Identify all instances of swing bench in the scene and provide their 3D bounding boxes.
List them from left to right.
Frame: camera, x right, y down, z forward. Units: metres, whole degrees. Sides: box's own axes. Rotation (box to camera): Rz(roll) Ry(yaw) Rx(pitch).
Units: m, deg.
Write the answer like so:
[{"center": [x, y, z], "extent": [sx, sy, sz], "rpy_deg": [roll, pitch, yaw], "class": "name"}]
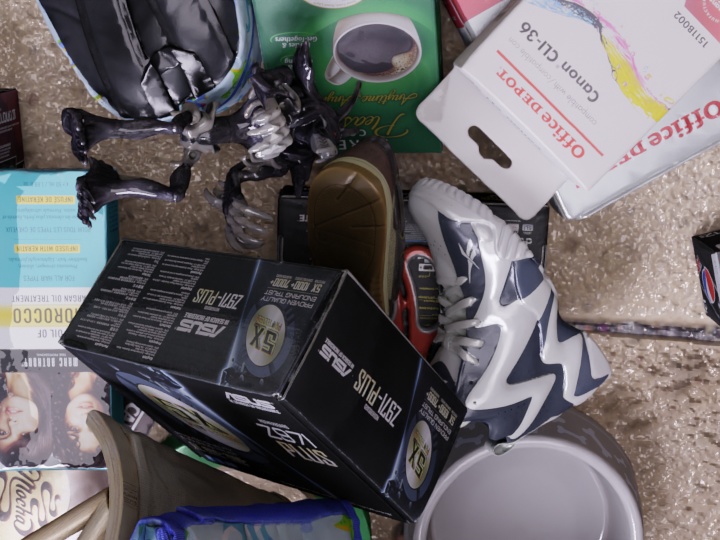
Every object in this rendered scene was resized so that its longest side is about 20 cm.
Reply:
[{"center": [-0.148, 0.227, 0.777], "extent": [0.200, 0.130, 0.199], "rpy_deg": [-45, 136, 9], "class": "swing bench"}]

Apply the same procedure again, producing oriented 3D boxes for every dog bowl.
[{"center": [0.126, 0.202, 0.906], "extent": [0.199, 0.059, 0.201], "rpy_deg": [0, 102, -2], "class": "dog bowl"}]

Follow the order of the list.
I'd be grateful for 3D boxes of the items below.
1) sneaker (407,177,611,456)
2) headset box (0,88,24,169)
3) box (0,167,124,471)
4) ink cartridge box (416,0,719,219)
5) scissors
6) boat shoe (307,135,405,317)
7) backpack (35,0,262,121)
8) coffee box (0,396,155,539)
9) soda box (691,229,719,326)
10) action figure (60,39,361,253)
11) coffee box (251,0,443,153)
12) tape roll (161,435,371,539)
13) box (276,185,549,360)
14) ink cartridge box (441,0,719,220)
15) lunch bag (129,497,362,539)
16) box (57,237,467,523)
[{"center": [0.069, 0.044, 0.800], "extent": [0.130, 0.079, 0.199], "rpy_deg": [-44, 116, -9], "class": "sneaker"}, {"center": [-0.319, -0.047, 0.837], "extent": [0.148, 0.075, 0.201], "rpy_deg": [-3, 102, 0], "class": "headset box"}, {"center": [-0.205, 0.032, 0.789], "extent": [0.082, 0.049, 0.201], "rpy_deg": [-1, 97, -2], "class": "box"}, {"center": [0.141, -0.134, 0.743], "extent": [0.116, 0.068, 0.200], "rpy_deg": [42, 98, -8], "class": "ink cartridge box"}, {"center": [0.041, 0.082, 0.853], "extent": [0.073, 0.014, 0.201], "rpy_deg": [-12, 101, 0], "class": "scissors"}, {"center": [0.000, 0.000, 0.787], "extent": [0.073, 0.065, 0.200], "rpy_deg": [25, 136, 14], "class": "boat shoe"}, {"center": [-0.140, -0.196, 0.784], "extent": [0.163, 0.154, 0.201], "rpy_deg": [-24, 81, 7], "class": "backpack"}, {"center": [-0.219, 0.118, 0.871], "extent": [0.113, 0.080, 0.200], "rpy_deg": [32, 99, -5], "class": "coffee box"}, {"center": [0.354, -0.012, 0.861], "extent": [0.199, 0.063, 0.071], "rpy_deg": [-14, 102, 3], "class": "soda box"}, {"center": [-0.078, -0.072, 0.732], "extent": [0.199, 0.102, 0.119], "rpy_deg": [-12, 134, -20], "class": "action figure"}, {"center": [-0.007, -0.165, 0.777], "extent": [0.122, 0.044, 0.200], "rpy_deg": [-1, 135, 8], "class": "coffee box"}, {"center": [-0.090, 0.213, 0.910], "extent": [0.199, 0.048, 0.201], "rpy_deg": [0, 102, -1], "class": "tape roll"}, {"center": [0.035, 0.021, 0.871], "extent": [0.199, 0.049, 0.160], "rpy_deg": [1, 105, -1], "class": "box"}, {"center": [0.156, -0.158, 0.816], "extent": [0.145, 0.083, 0.200], "rpy_deg": [-28, 101, 5], "class": "ink cartridge box"}, {"center": [-0.073, 0.232, 0.667], "extent": [0.127, 0.170, 0.201], "rpy_deg": [9, 89, 36], "class": "lunch bag"}, {"center": [-0.060, 0.068, 0.740], "extent": [0.164, 0.199, 0.086], "rpy_deg": [50, 59, -43], "class": "box"}]
